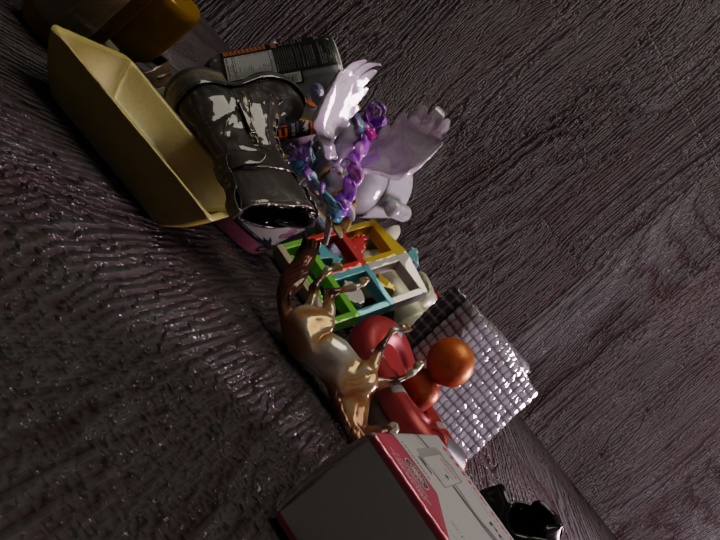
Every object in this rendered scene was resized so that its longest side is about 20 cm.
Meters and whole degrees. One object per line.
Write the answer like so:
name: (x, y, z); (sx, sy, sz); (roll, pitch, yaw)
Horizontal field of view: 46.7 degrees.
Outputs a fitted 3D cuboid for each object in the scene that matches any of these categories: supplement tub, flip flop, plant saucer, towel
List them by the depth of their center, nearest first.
plant saucer: (-0.193, -0.114, 0.759); (0.201, 0.048, 0.200); (50, 6, -4)
flip flop: (-0.257, -0.237, 0.976); (0.081, 0.057, 0.200); (55, 7, 35)
towel: (0.121, 0.137, 1.076); (0.200, 0.165, 0.086); (46, 1, -36)
supplement tub: (-0.121, -0.228, 1.083); (0.123, 0.196, 0.125); (168, -90, -83)

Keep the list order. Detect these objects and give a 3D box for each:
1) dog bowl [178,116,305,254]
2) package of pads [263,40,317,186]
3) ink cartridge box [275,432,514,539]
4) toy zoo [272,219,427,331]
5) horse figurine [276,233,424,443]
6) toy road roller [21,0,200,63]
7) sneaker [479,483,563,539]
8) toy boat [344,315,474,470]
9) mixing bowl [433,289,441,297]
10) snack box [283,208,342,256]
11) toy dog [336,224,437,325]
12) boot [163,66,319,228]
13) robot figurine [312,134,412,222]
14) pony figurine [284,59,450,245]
dog bowl: (-0.145, -0.105, 0.955); (0.201, 0.073, 0.200); (50, 7, -8)
package of pads: (-0.110, -0.226, 1.233); (0.120, 0.075, 0.203); (42, 29, -49)
ink cartridge box: (0.043, 0.188, 0.552); (0.147, 0.082, 0.200); (53, 6, 18)
toy zoo: (0.000, 0.000, 1.072); (0.198, 0.021, 0.132); (-18, 61, -39)
horse figurine: (-0.018, 0.068, 0.794); (0.201, 0.132, 0.050); (51, -37, 0)
toy road roller: (-0.243, -0.281, 0.861); (0.146, 0.122, 0.201); (47, 20, -30)
sneaker: (0.165, 0.282, 0.816); (0.200, 0.099, 0.070); (48, 8, -25)
toy boat: (0.064, 0.121, 0.885); (0.131, 0.130, 0.201); (45, 8, -45)
mixing bowl: (0.104, 0.104, 1.371); (0.200, 0.108, 0.200); (46, 9, -10)
snack box: (-0.092, -0.076, 1.261); (0.143, 0.053, 0.200); (50, 7, 16)
toy dog: (0.049, 0.056, 1.157); (0.201, 0.139, 0.194); (53, 10, 7)
boot: (-0.092, -0.112, 0.823); (0.198, 0.069, 0.175); (-10, 61, -52)
robot figurine: (0.003, -0.130, 1.162); (0.169, 0.114, 0.199); (40, 14, 18)
pony figurine: (-0.017, -0.146, 0.962); (0.165, 0.194, 0.200); (26, 16, -35)
